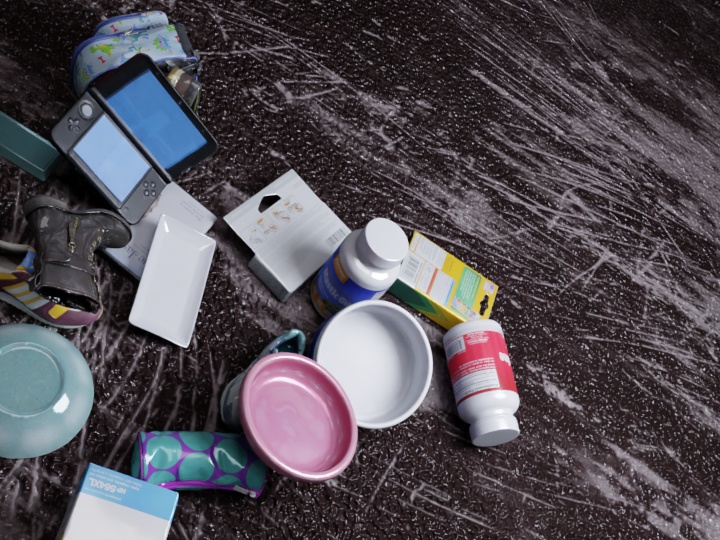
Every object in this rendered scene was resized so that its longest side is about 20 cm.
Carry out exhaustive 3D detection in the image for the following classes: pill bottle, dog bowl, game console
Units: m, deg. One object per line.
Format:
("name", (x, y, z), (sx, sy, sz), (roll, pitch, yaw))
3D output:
("pill bottle", (0.000, 0.000, 1.476), (0.110, 0.200, 0.114), (15, 53, -21))
("dog bowl", (0.013, 0.153, 1.416), (0.196, 0.079, 0.204), (2, 83, -17))
("pill bottle", (0.217, 0.199, 1.534), (0.110, 0.112, 0.203), (6, 58, -27))
("game console", (-0.354, -0.202, 1.370), (0.201, 0.117, 0.174), (52, 50, -29))

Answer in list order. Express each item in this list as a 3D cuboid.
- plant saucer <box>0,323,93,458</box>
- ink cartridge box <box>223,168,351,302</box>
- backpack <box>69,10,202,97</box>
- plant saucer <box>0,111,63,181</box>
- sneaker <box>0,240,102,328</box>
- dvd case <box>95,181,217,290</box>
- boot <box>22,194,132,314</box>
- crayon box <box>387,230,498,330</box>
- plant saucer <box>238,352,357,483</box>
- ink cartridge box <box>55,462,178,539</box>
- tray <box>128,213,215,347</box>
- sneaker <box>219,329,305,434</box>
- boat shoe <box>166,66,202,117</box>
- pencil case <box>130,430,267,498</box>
("plant saucer", (-0.468, 0.157, 1.206), (0.198, 0.039, 0.204), (16, 53, -22))
("ink cartridge box", (-0.130, -0.065, 1.546), (0.174, 0.044, 0.200), (46, 49, 4))
("backpack", (-0.390, -0.334, 1.478), (0.197, 0.184, 0.149), (-17, 66, -26))
("plant saucer", (-0.578, -0.223, 1.401), (0.198, 0.019, 0.071), (32, 49, -8))
("sneaker", (-0.467, 0.017, 1.262), (0.197, 0.090, 0.076), (23, 51, -16))
("dvd case", (-0.345, -0.071, 1.439), (0.142, 0.018, 0.201), (39, 49, -4))
("boot", (-0.406, -0.011, 1.268), (0.198, 0.069, 0.176), (16, 42, -49))
("crayon box", (0.155, 0.033, 1.645), (0.198, 0.052, 0.127), (33, 50, -7))
("plant saucer", (-0.096, 0.220, 1.275), (0.198, 0.051, 0.203), (24, 44, -25))
("ink cartridge box", (-0.328, 0.373, 1.089), (0.124, 0.129, 0.203), (24, 51, -14))
("tray", (-0.301, 0.017, 1.387), (0.106, 0.022, 0.203), (29, 54, -29))
("sneaker", (-0.150, 0.164, 1.357), (0.077, 0.086, 0.201), (36, 49, -4))
("boat shoe", (-0.301, -0.246, 1.453), (0.065, 0.202, 0.072), (26, 51, 5))
("pencil case", (-0.227, 0.278, 1.240), (0.197, 0.086, 0.093), (8, 44, -26))
